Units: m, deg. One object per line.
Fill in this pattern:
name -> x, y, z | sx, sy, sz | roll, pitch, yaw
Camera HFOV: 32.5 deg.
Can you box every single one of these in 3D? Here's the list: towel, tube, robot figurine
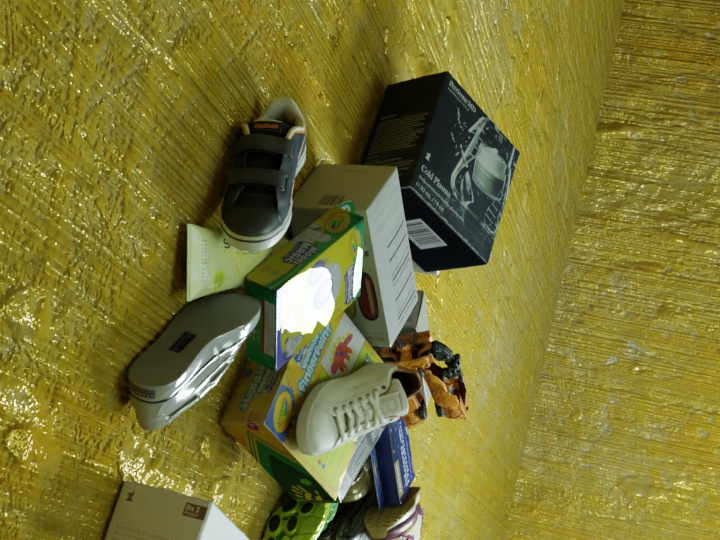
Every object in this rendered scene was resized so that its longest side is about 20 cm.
towel -> -0.017, 0.420, 1.860 | 0.200, 0.084, 0.168 | -51, 139, -65
tube -> -0.133, -0.010, 1.320 | 0.052, 0.058, 0.200 | -42, 165, 19
robot figurine -> 0.086, 0.157, 1.795 | 0.201, 0.143, 0.059 | 65, 20, -46

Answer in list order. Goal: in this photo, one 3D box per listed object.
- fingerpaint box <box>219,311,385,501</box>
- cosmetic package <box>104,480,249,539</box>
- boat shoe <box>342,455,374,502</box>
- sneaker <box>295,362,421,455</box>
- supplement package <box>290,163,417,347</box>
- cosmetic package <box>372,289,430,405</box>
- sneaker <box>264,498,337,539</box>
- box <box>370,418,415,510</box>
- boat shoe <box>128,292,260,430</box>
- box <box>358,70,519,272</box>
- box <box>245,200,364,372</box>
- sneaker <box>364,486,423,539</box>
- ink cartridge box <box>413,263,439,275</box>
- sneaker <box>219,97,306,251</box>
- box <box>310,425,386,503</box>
fingerpaint box -> -0.065, 0.148, 1.493 | 0.167, 0.073, 0.201 | 52, 47, -38
cosmetic package -> -0.177, 0.287, 1.266 | 0.200, 0.100, 0.075 | 64, 40, -60
boat shoe -> -0.011, 0.267, 1.829 | 0.201, 0.072, 0.063 | -71, 156, -61
sneaker -> 0.003, 0.157, 1.455 | 0.200, 0.084, 0.074 | -33, 114, -50
supplement package -> -0.006, -0.019, 1.556 | 0.110, 0.112, 0.202 | -56, 142, -49
cosmetic package -> 0.051, 0.117, 1.862 | 0.201, 0.102, 0.074 | 81, 19, -48
sneaker -> -0.068, 0.335, 1.670 | 0.200, 0.073, 0.084 | -53, 147, -53
box -> 0.048, 0.277, 1.856 | 0.200, 0.032, 0.123 | -27, 108, -77
boat shoe -> -0.164, 0.090, 1.245 | 0.200, 0.071, 0.066 | -51, 152, -54
box -> 0.107, -0.136, 1.750 | 0.200, 0.123, 0.198 | 40, 56, -37
box -> -0.054, 0.013, 1.397 | 0.200, 0.048, 0.118 | -44, 147, -44
sneaker -> 0.058, 0.386, 1.835 | 0.200, 0.074, 0.091 | -20, 104, -72
ink cartridge box -> 0.115, -0.113, 1.966 | 0.201, 0.085, 0.149 | -58, 152, -44
sneaker -> -0.104, -0.108, 1.303 | 0.201, 0.077, 0.080 | -79, 172, -49
box -> -0.031, 0.191, 1.671 | 0.200, 0.049, 0.159 | -53, 132, -54
